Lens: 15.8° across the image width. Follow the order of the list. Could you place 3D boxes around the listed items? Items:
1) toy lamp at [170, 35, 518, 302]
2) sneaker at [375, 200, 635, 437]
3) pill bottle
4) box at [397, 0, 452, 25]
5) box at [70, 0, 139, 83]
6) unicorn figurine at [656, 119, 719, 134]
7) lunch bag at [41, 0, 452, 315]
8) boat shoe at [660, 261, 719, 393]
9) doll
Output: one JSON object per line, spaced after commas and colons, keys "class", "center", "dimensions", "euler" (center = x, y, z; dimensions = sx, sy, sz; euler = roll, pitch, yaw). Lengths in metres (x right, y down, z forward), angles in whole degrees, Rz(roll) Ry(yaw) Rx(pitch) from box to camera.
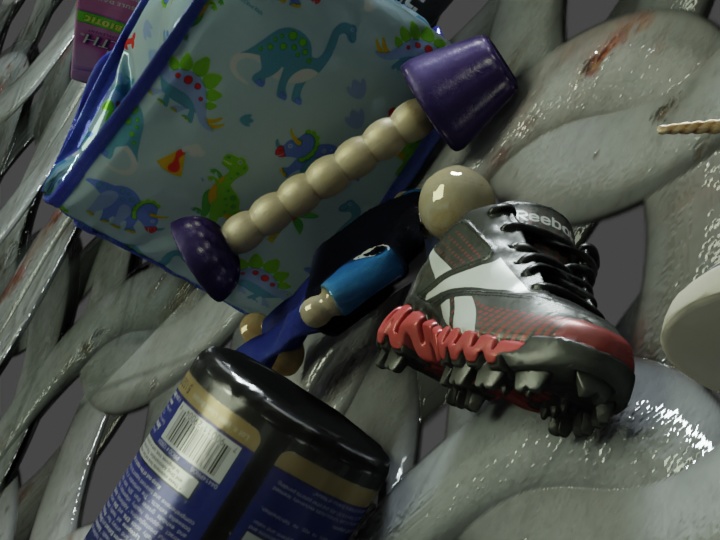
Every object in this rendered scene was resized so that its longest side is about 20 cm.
{"class": "toy lamp", "center": [-0.007, -0.059, 1.396], "dimensions": [0.200, 0.058, 0.058], "euler": [-31, 25, 7]}
{"class": "sneaker", "center": [0.072, 0.016, 1.149], "dimensions": [0.098, 0.071, 0.200], "euler": [-63, 18, -5]}
{"class": "pill bottle", "center": [-0.081, 0.148, 1.272], "dimensions": [0.200, 0.112, 0.112], "euler": [-58, 20, 4]}
{"class": "box", "center": [0.011, -0.196, 1.645], "dimensions": [0.160, 0.044, 0.200], "euler": [-46, 24, 32]}
{"class": "box", "center": [-0.139, -0.254, 1.903], "dimensions": [0.200, 0.096, 0.176], "euler": [102, -177, -55]}
{"class": "unicorn figurine", "center": [0.224, -0.102, 0.968], "dimensions": [0.200, 0.074, 0.137], "euler": [-48, 11, -12]}
{"class": "lunch bag", "center": [-0.060, -0.084, 1.468], "dimensions": [0.200, 0.170, 0.127], "euler": [-59, 20, 8]}
{"class": "boat shoe", "center": [0.194, -0.018, 0.917], "dimensions": [0.200, 0.075, 0.093], "euler": [-21, 35, 49]}
{"class": "doll", "center": [0.000, 0.000, 1.376], "dimensions": [0.200, 0.048, 0.136], "euler": [-39, 7, 42]}
